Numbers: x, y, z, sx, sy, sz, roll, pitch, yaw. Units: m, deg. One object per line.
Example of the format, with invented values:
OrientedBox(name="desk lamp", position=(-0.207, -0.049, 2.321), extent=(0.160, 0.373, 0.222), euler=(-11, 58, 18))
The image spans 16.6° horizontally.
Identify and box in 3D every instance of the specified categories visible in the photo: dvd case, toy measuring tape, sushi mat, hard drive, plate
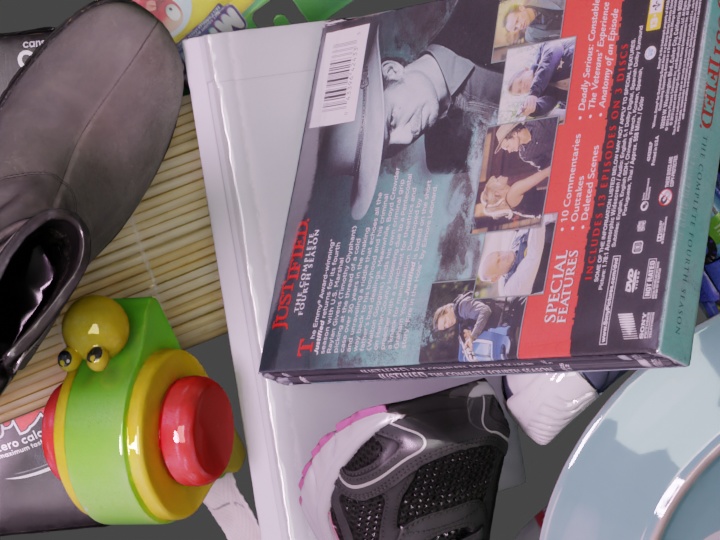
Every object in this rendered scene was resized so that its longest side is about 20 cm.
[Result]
OrientedBox(name="dvd case", position=(0.046, -0.033, 0.878), extent=(0.022, 0.200, 0.147), euler=(22, 71, -41))
OrientedBox(name="toy measuring tape", position=(-0.073, 0.090, 0.961), extent=(0.073, 0.074, 0.200), euler=(-22, 129, 2))
OrientedBox(name="sushi mat", position=(-0.122, 0.003, 0.959), extent=(0.199, 0.012, 0.096), euler=(-22, 98, -18))
OrientedBox(name="hard drive", position=(0.000, 0.000, 0.986), extent=(0.132, 0.026, 0.201), euler=(-12, 93, -42))
OrientedBox(name="plate", position=(0.162, 0.101, 0.914), extent=(0.199, 0.026, 0.201), euler=(-8, 117, -16))

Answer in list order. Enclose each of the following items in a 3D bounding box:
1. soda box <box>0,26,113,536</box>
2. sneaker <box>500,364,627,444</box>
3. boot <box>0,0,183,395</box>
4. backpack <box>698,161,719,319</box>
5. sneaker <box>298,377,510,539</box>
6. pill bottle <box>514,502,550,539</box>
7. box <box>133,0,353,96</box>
OrientedBox(name="soda box", position=(-0.137, 0.004, 1.004), extent=(0.063, 0.071, 0.201), euler=(-6, 93, 0))
OrientedBox(name="sneaker", position=(0.056, -0.020, 0.935), extent=(0.130, 0.199, 0.079), euler=(45, 116, -5))
OrientedBox(name="boot", position=(-0.114, -0.012, 0.885), extent=(0.068, 0.131, 0.200), euler=(36, 80, -16))
OrientedBox(name="backpack", position=(0.143, -0.102, 0.938), extent=(0.134, 0.183, 0.200), euler=(-31, 97, 14))
OrientedBox(name="sneaker", position=(0.025, 0.123, 0.919), extent=(0.080, 0.200, 0.086), euler=(-17, 55, -21))
OrientedBox(name="pill bottle", position=(0.131, 0.117, 0.988), extent=(0.200, 0.109, 0.109), euler=(-41, 92, 2))
OrientedBox(name="box", position=(-0.083, -0.174, 1.007), extent=(0.117, 0.048, 0.200), euler=(-35, 90, 2))
